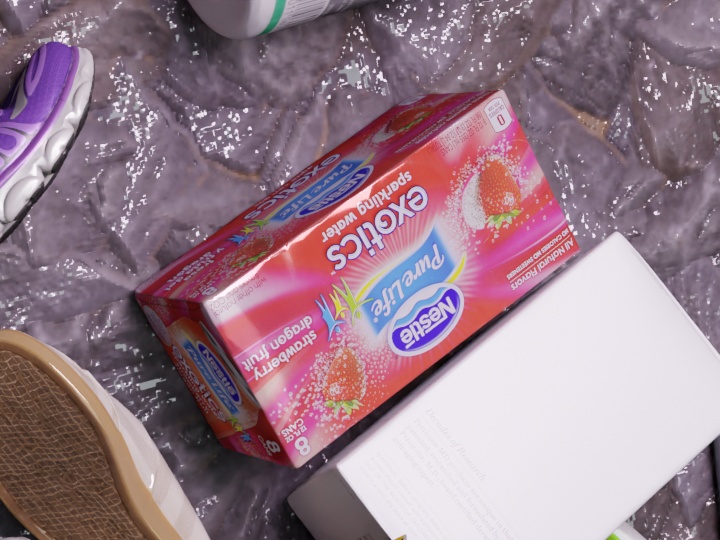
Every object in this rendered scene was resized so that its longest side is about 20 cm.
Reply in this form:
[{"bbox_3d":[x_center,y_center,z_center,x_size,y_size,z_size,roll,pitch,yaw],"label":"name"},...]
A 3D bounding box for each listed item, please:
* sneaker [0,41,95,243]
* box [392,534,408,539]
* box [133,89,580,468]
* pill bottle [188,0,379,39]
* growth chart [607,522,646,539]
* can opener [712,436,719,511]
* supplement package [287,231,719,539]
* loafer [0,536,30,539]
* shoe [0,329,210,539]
[{"bbox_3d":[-0.198,-0.040,0.987,0.083,0.081,0.200,42,68,-6],"label":"sneaker"},{"bbox_3d":[0.019,0.233,1.025,0.200,0.159,0.050,46,29,-24],"label":"box"},{"bbox_3d":[0.000,0.000,1.078,0.199,0.095,0.100,-36,109,-22],"label":"box"},{"bbox_3d":[0.007,-0.194,1.063,0.199,0.113,0.114,-19,101,-26],"label":"pill bottle"},{"bbox_3d":[0.148,0.214,1.135,0.144,0.018,0.201,36,36,-13],"label":"growth chart"},{"bbox_3d":[0.222,0.186,1.228,0.066,0.053,0.202,-10,96,-28],"label":"can opener"},{"bbox_3d":[0.081,0.093,1.097,0.200,0.117,0.118,-39,88,-20],"label":"supplement package"},{"bbox_3d":[-0.129,0.211,1.040,0.070,0.070,0.201,-33,114,-28],"label":"loafer"},{"bbox_3d":[-0.128,0.110,1.047,0.070,0.053,0.201,-31,104,11],"label":"shoe"}]
